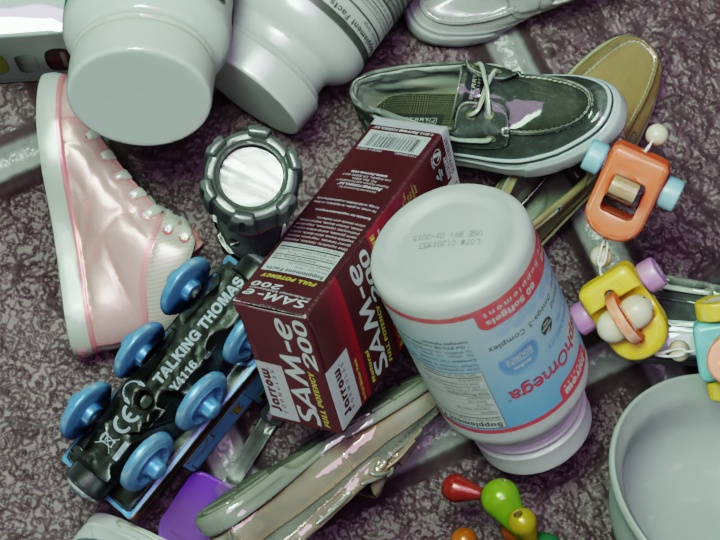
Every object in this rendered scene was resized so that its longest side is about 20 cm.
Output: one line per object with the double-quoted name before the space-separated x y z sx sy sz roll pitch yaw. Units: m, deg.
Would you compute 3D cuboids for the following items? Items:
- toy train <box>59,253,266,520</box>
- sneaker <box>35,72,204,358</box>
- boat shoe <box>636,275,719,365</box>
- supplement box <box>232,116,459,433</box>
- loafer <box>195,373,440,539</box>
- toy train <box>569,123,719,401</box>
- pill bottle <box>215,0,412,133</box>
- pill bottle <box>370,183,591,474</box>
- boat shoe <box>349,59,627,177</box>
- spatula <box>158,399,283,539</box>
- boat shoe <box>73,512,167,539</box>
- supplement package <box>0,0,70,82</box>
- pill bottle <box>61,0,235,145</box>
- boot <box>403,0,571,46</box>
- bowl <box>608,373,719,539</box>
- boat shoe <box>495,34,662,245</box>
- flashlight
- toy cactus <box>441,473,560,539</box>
"toy train" -0.118 0.077 1.422 0.087 0.114 0.200 37 86 21
"sneaker" -0.165 -0.045 1.474 0.105 0.075 0.200 -9 86 0
"boat shoe" 0.281 0.031 1.469 0.200 0.072 0.071 3 81 0
"supplement box" 0.000 0.000 1.411 0.061 0.109 0.200 11 46 30
"loafer" -0.018 0.142 1.441 0.200 0.072 0.063 -31 95 -20
"toy train" 0.218 0.004 1.399 0.200 0.056 0.150 30 108 4
"pill bottle" -0.024 -0.204 1.495 0.116 0.116 0.200 35 79 5
"pill bottle" 0.088 0.045 1.398 0.109 0.200 0.109 -14 45 15
"boat shoe" 0.082 -0.109 1.456 0.200 0.071 0.072 -3 63 28
"spatula" -0.072 0.118 1.470 0.056 0.021 0.200 32 77 -1
"boat shoe" -0.104 0.222 1.422 0.200 0.074 0.067 31 40 -8
"supplement package" -0.298 -0.218 1.490 0.200 0.111 0.156 -4 78 -3
"pill bottle" -0.140 -0.189 1.415 0.113 0.113 0.200 3 52 -2
"boot" 0.127 -0.224 1.514 0.200 0.096 0.074 -21 79 -6
"bowl" 0.247 0.173 1.417 0.201 0.090 0.201 11 46 -12
"boat shoe" 0.154 -0.089 1.496 0.072 0.076 0.200 32 78 5
"flashlight" -0.073 -0.041 1.413 0.068 0.200 0.068 35 78 5
"toy cactus" 0.121 0.235 1.404 0.165 0.102 0.200 -2 78 14
